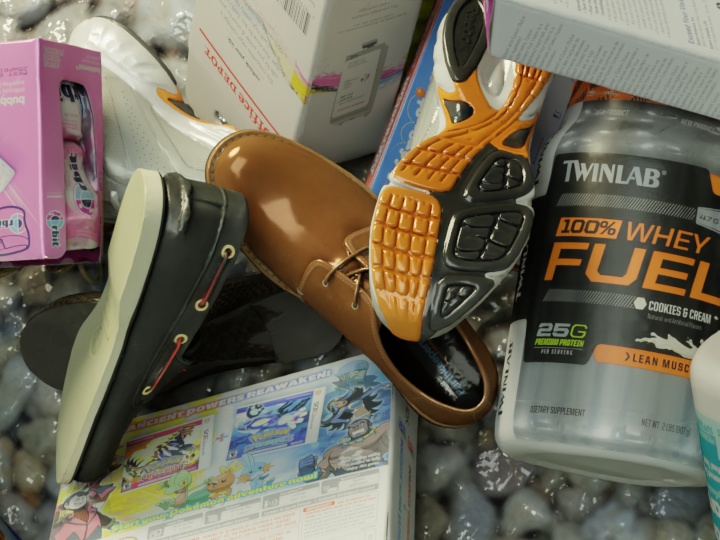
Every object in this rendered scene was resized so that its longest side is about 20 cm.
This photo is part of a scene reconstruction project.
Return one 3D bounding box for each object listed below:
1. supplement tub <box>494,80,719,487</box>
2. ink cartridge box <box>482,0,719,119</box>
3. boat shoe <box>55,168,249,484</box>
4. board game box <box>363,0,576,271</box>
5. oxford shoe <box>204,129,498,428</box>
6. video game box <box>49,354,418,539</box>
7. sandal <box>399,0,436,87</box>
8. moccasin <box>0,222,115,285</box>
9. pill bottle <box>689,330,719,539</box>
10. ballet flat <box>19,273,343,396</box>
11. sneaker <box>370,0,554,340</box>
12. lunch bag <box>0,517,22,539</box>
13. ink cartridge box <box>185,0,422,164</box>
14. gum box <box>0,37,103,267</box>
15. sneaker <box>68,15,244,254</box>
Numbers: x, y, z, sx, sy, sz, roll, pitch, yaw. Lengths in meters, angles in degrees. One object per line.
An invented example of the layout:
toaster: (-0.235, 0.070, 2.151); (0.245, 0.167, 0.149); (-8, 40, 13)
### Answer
supplement tub: (0.142, 0.005, 1.284); (0.122, 0.123, 0.200); (6, 80, 18)
ink cartridge box: (0.106, -0.167, 1.271); (0.200, 0.043, 0.196); (14, 38, -14)
boat shoe: (-0.113, 0.037, 1.293); (0.074, 0.063, 0.202); (-106, 34, -50)
board game box: (0.081, -0.110, 1.356); (0.103, 0.019, 0.200); (23, 84, -14)
oxford shoe: (0.000, 0.000, 1.279); (0.200, 0.071, 0.071); (43, 88, 0)
video game box: (-0.069, 0.132, 1.307); (0.200, 0.047, 0.182); (-16, 35, 14)
sandal: (0.038, -0.201, 1.396); (0.087, 0.079, 0.200); (10, 86, 53)
moccasin: (-0.180, -0.032, 1.418); (0.201, 0.078, 0.074); (-25, 55, -9)
pill bottle: (0.228, 0.125, 1.210); (0.111, 0.111, 0.200); (-7, 106, 15)
ballet flat: (-0.096, 0.030, 1.395); (0.200, 0.046, 0.067); (-10, 114, 19)
sneaker: (0.052, -0.040, 1.258); (0.076, 0.092, 0.200); (19, 58, 3)
lunch bag: (-0.300, 0.110, 1.372); (0.124, 0.170, 0.200); (-37, 71, 1)
ink cartridge box: (-0.032, -0.135, 1.355); (0.067, 0.200, 0.117); (-19, 57, -28)
gum box: (-0.228, -0.057, 1.319); (0.200, 0.066, 0.114); (-3, 87, 24)
sneaker: (-0.108, -0.044, 1.349); (0.200, 0.076, 0.092); (40, 68, 16)
